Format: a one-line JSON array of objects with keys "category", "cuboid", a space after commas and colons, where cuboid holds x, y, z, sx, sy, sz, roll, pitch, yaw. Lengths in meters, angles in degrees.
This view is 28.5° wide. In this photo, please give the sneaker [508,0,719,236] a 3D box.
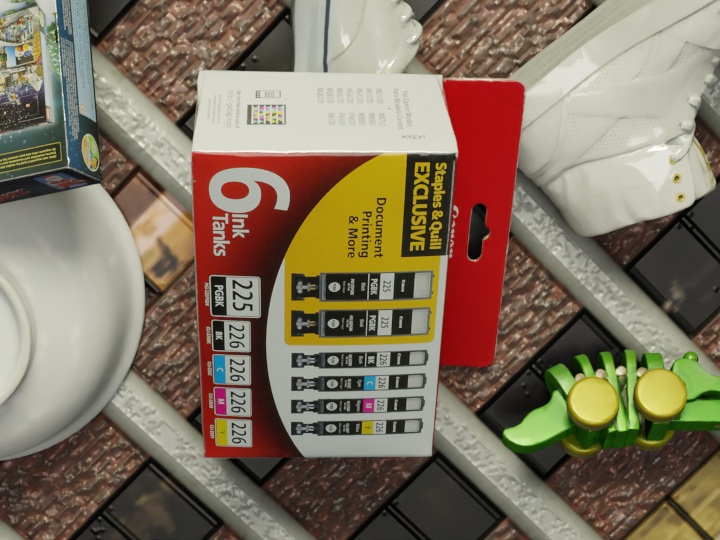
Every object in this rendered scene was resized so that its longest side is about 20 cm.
[{"category": "sneaker", "cuboid": [0.175, -0.101, 0.780, 0.199, 0.074, 0.116, -35, 105, 24]}]

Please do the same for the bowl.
[{"category": "bowl", "cuboid": [-0.223, 0.025, 0.789, 0.199, 0.090, 0.203, 0, 103, -2]}]

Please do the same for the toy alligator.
[{"category": "toy alligator", "cuboid": [0.179, 0.071, 0.838, 0.198, 0.059, 0.055, -7, 63, -1]}]

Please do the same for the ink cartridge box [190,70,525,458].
[{"category": "ink cartridge box", "cuboid": [0.000, 0.000, 0.761, 0.174, 0.084, 0.201, -1, 126, -3]}]

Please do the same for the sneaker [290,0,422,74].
[{"category": "sneaker", "cuboid": [-0.002, -0.140, 0.773, 0.070, 0.073, 0.202, 1, 113, -5]}]

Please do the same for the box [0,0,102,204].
[{"category": "box", "cuboid": [-0.235, -0.096, 0.734, 0.198, 0.038, 0.138, -10, 79, 16]}]
